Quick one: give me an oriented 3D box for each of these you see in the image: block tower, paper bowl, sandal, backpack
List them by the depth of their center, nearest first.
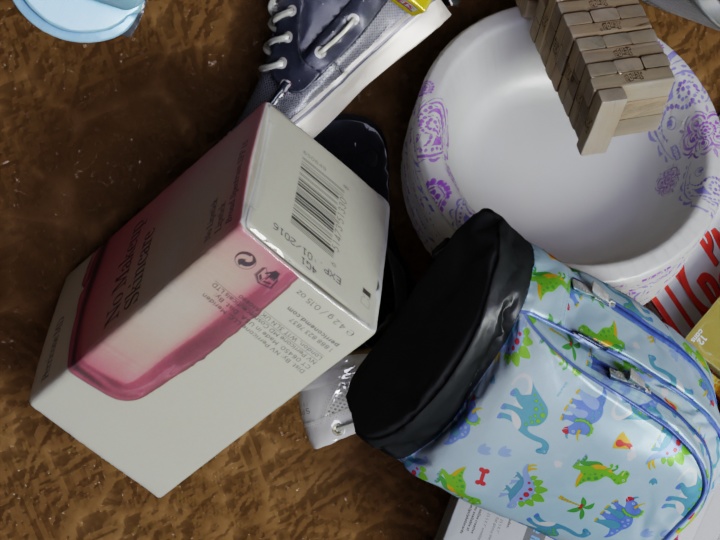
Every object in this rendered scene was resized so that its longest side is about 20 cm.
[{"bbox_3d":[0.119,0.081,1.143,0.199,0.154,0.163,22,120,-31],"label":"backpack"},{"bbox_3d":[0.133,-0.168,1.203,0.057,0.201,0.054,-9,148,-14],"label":"block tower"},{"bbox_3d":[0.124,-0.060,1.240,0.199,0.105,0.202,4,64,-9],"label":"paper bowl"},{"bbox_3d":[-0.001,0.000,1.274,0.075,0.043,0.202,-14,108,5],"label":"sandal"}]

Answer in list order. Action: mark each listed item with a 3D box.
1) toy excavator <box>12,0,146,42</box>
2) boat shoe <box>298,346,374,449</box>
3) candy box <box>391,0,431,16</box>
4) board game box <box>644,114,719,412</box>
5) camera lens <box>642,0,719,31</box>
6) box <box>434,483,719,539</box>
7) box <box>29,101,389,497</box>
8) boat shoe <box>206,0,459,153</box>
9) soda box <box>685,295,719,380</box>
[{"bbox_3d":[-0.132,-0.216,1.090,0.099,0.200,0.196,17,101,-22],"label":"toy excavator"},{"bbox_3d":[0.058,0.076,1.237,0.198,0.071,0.070,-10,85,9],"label":"boat shoe"},{"bbox_3d":[0.043,-0.268,1.194,0.102,0.026,0.201,32,78,-22],"label":"candy box"},{"bbox_3d":[0.273,-0.001,1.367,0.151,0.046,0.200,-40,113,-3],"label":"board game box"},{"bbox_3d":[0.233,-0.230,1.201,0.159,0.200,0.161,-5,107,-16],"label":"camera lens"},{"bbox_3d":[0.162,0.157,1.262,0.199,0.041,0.157,25,67,-3],"label":"box"},{"bbox_3d":[-0.090,0.019,1.172,0.109,0.128,0.200,38,122,-23],"label":"box"},{"bbox_3d":[-0.040,-0.142,1.220,0.200,0.075,0.093,-42,105,-8],"label":"boat shoe"},{"bbox_3d":[0.305,-0.004,1.303,0.068,0.064,0.200,39,92,15],"label":"soda box"}]
